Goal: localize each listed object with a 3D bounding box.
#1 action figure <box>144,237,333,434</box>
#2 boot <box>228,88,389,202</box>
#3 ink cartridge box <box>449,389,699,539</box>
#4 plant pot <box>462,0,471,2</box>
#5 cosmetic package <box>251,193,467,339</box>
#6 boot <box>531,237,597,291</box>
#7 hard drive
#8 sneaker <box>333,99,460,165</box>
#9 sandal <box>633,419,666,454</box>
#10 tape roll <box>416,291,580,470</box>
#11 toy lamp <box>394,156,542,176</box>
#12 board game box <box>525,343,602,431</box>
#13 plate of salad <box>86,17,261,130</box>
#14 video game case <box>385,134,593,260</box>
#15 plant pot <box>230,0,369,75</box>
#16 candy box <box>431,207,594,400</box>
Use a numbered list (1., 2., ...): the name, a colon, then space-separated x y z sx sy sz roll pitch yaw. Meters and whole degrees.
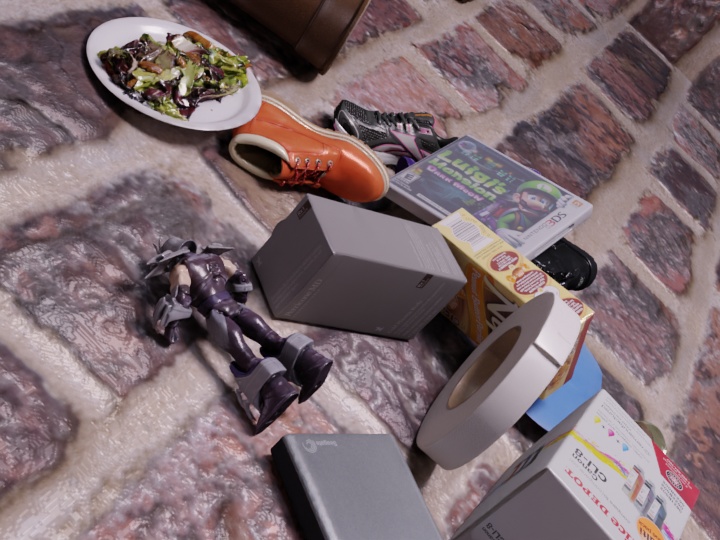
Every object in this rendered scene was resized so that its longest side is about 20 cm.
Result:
1. action figure: -0.121 0.043 1.004 0.200 0.069 0.130 48 37 14
2. boot: -0.060 -0.120 1.285 0.200 0.075 0.107 27 35 -11
3. ink cartridge box: 0.206 0.238 1.070 0.145 0.145 0.200 48 31 7
4. plant pot: 0.200 -0.638 2.152 0.198 0.200 0.200 53 30 2
5. cosmetic package: 0.000 0.000 1.163 0.200 0.107 0.090 8 44 -44
6. boot: 0.192 -0.022 1.414 0.198 0.074 0.162 33 24 29
7. hard drive: 0.014 0.230 0.958 0.139 0.033 0.200 9 44 -45
8. sneaker: 0.055 -0.182 1.482 0.200 0.086 0.080 23 33 -30
9. sandal: 0.322 0.207 1.313 0.201 0.057 0.080 -1 84 -53
10. tape roll: 0.133 0.106 1.091 0.037 0.203 0.203 41 30 -3
11. toy lamp: 0.146 -0.117 1.476 0.199 0.058 0.058 0 46 -19
12. board game box: 0.214 0.125 1.334 0.158 0.039 0.200 37 37 -13
13. plate of salad: -0.199 -0.226 1.234 0.199 0.048 0.200 19 39 -16
14. video game case: 0.156 -0.087 1.372 0.200 0.023 0.182 33 43 25
15. plant pot: -0.085 -0.396 1.481 0.198 0.200 0.200 30 32 -10
16. candy box: 0.156 0.036 1.243 0.055 0.116 0.200 -31 57 -29
